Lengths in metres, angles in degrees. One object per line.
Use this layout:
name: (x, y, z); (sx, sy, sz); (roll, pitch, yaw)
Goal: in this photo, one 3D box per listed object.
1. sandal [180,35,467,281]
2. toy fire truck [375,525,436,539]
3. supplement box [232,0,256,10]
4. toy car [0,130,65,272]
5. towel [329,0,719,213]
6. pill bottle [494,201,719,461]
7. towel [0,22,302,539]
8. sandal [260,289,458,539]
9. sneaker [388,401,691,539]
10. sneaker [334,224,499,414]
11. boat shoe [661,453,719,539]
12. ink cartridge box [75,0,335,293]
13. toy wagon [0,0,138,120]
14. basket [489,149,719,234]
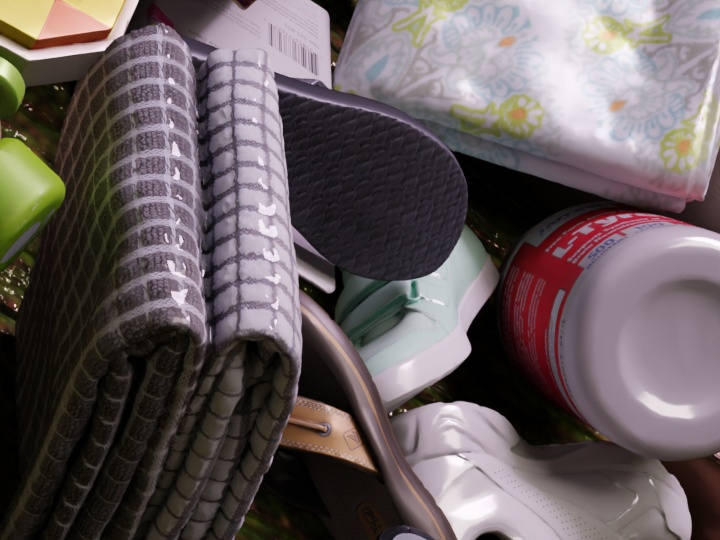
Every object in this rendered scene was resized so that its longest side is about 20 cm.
sandal: (-0.030, -0.058, 1.147); (0.200, 0.076, 0.043); (27, 15, -33)
toy fire truck: (0.001, 0.225, 1.002); (0.176, 0.129, 0.200); (-7, 53, -54)
supplement box: (-0.055, -0.221, 1.233); (0.131, 0.103, 0.200); (47, 13, -9)
toy car: (-0.203, -0.042, 1.013); (0.164, 0.158, 0.200); (44, 6, 2)
towel: (0.101, -0.131, 1.296); (0.200, 0.048, 0.171); (17, 67, 4)
pill bottle: (0.133, 0.024, 1.285); (0.112, 0.112, 0.200); (43, -3, -13)
towel: (-0.091, 0.028, 1.001); (0.085, 0.200, 0.166); (9, 44, -19)
sandal: (-0.024, 0.083, 1.151); (0.055, 0.082, 0.200); (-28, 87, -36)
sneaker: (0.085, 0.132, 1.236); (0.200, 0.078, 0.100); (15, 57, -36)
sneaker: (0.000, 0.000, 1.243); (0.118, 0.074, 0.200); (53, 22, -9)
boat shoe: (0.222, 0.162, 1.365); (0.200, 0.076, 0.072); (47, 34, -4)
ink cartridge box: (-0.075, -0.067, 1.225); (0.115, 0.068, 0.200); (30, 38, -29)
toy wagon: (-0.190, -0.157, 1.115); (0.200, 0.040, 0.155); (29, 47, -13)
basket: (0.133, -0.092, 1.450); (0.200, 0.136, 0.180); (42, -11, -28)
